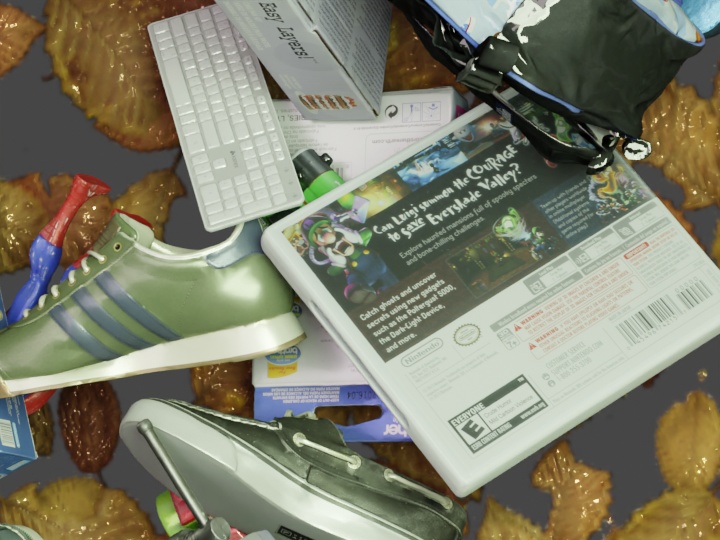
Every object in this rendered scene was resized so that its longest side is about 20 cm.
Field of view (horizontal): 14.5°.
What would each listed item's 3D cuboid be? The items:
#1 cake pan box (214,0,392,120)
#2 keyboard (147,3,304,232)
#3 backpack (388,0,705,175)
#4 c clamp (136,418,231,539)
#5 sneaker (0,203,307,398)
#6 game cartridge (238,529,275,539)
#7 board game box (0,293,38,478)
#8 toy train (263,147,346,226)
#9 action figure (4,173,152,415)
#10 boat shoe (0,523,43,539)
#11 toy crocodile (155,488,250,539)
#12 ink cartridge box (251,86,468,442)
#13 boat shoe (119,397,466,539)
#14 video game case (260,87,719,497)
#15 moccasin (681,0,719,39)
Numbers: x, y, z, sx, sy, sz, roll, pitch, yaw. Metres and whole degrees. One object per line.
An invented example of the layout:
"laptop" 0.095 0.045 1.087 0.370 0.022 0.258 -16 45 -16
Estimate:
"cake pan box" -0.028 -0.202 1.538 0.052 0.200 0.185 -2 70 18
"keyboard" -0.078 -0.090 1.593 0.056 0.011 0.200 -13 40 -6
"backpack" 0.076 -0.166 1.453 0.190 0.200 0.154 35 92 27
"c clamp" -0.122 0.199 1.548 0.200 0.027 0.171 -42 78 36
"sneaker" -0.134 0.013 1.560 0.200 0.067 0.090 -9 96 6
"game cartridge" -0.067 0.252 1.548 0.130 0.038 0.200 48 125 15
"board game box" -0.268 0.044 1.658 0.135 0.034 0.200 -28 64 28
"toy train" 0.012 0.007 1.555 0.056 0.042 0.200 -42 70 -3
"action figure" -0.195 0.041 1.658 0.065 0.052 0.200 40 101 26
"boat shoe" -0.209 0.245 1.624 0.073 0.062 0.200 -8 79 19
"toy crocodile" -0.068 0.163 1.586 0.067 0.062 0.200 -30 73 13
"ink cartridge box" 0.000 0.000 1.599 0.119 0.042 0.200 -2 78 19
"boat shoe" -0.036 0.113 1.552 0.200 0.071 0.064 29 62 -9
"video game case" 0.078 0.003 1.526 0.200 0.023 0.182 -31 70 -22
"moccasin" 0.118 -0.168 1.569 0.200 0.068 0.081 17 87 25
